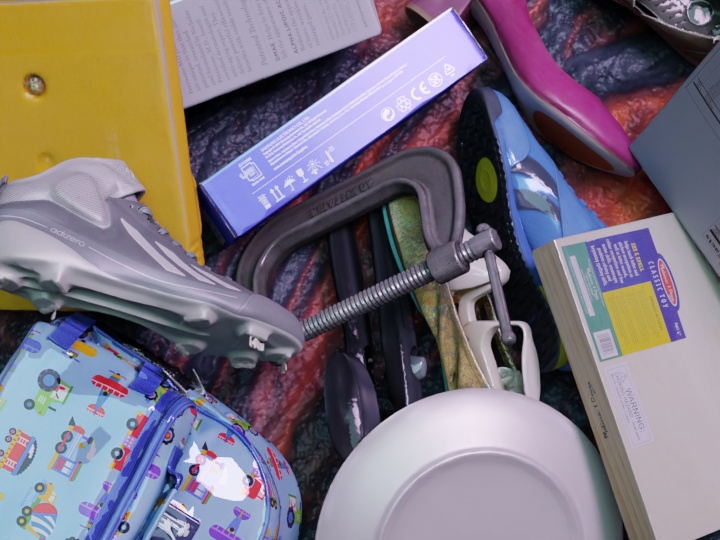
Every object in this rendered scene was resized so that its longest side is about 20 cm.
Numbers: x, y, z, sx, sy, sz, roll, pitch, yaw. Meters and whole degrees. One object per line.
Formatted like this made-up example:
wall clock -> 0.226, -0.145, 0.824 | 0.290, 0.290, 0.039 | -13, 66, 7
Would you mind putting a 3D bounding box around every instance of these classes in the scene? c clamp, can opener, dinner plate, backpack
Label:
c clamp -> 0.000, 0.000, 0.989 | 0.199, 0.027, 0.172 | -22, 49, 26
can opener -> 0.010, 0.039, 1.028 | 0.063, 0.079, 0.201 | -4, 66, 6
dinner plate -> 0.070, 0.173, 0.974 | 0.199, 0.024, 0.202 | -1, 97, -11
backpack -> -0.139, 0.144, 0.961 | 0.199, 0.135, 0.183 | 32, 78, 4

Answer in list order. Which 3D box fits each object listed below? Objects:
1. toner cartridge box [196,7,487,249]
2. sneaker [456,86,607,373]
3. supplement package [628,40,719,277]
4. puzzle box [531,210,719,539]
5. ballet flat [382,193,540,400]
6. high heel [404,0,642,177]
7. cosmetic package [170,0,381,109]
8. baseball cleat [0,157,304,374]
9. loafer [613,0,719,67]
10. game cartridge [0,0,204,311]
toner cartridge box -> -0.017, -0.091, 1.039 | 0.200, 0.095, 0.043 | -36, 94, -10
sneaker -> 0.123, -0.030, 1.051 | 0.078, 0.066, 0.201 | -12, 73, -22
supplement package -> 0.309, -0.102, 0.975 | 0.191, 0.200, 0.147 | -28, 76, -26
puzzle box -> 0.193, 0.066, 1.001 | 0.132, 0.025, 0.201 | -12, 80, -35
ballet flat -> 0.074, 0.030, 1.023 | 0.070, 0.071, 0.201 | -16, 80, -5
high heel -> 0.131, -0.152, 1.075 | 0.200, 0.067, 0.096 | 42, 81, 9
cosmetic package -> -0.095, -0.155, 1.047 | 0.199, 0.102, 0.074 | -23, 103, -5
baseball cleat -> -0.121, -0.010, 0.942 | 0.199, 0.070, 0.107 | 19, 59, -22
loafer -> 0.191, -0.213, 1.084 | 0.200, 0.070, 0.075 | 36, 92, 7
game cartridge -> -0.189, -0.072, 0.993 | 0.175, 0.032, 0.201 | 1, 112, 16
